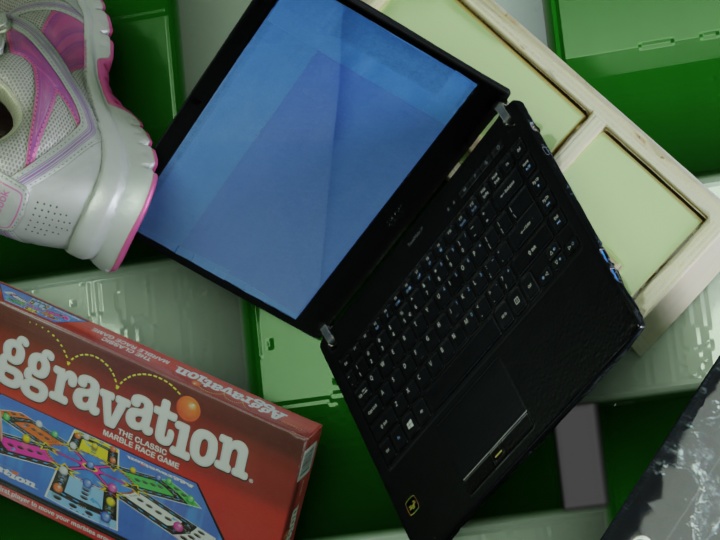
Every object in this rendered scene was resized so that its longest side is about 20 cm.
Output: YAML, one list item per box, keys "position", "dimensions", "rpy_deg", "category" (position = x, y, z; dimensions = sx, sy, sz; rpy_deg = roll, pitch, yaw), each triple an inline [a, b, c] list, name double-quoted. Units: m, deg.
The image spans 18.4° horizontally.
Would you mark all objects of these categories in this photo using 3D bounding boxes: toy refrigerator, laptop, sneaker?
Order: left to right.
- position: [-0.164, -0.084, 1.046]
  dimensions: [0.082, 0.088, 0.200]
  rpy_deg: [-62, 36, 26]
  category: "sneaker"
- position: [0.000, 0.000, 0.973]
  dimensions: [0.177, 0.103, 0.201]
  rpy_deg: [-52, 51, 37]
  category: "laptop"
- position: [0.078, -0.058, 1.023]
  dimensions: [0.200, 0.070, 0.076]
  rpy_deg: [44, 92, 16]
  category: "toy refrigerator"

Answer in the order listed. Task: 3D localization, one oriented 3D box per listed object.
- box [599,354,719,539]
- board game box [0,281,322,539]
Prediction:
- position: [0.202, 0.150, 0.933]
  dimensions: [0.200, 0.117, 0.197]
  rpy_deg: [33, 90, 18]
  category: "box"
- position: [-0.119, 0.080, 1.051]
  dimensions: [0.199, 0.019, 0.103]
  rpy_deg: [23, 116, 17]
  category: "board game box"
